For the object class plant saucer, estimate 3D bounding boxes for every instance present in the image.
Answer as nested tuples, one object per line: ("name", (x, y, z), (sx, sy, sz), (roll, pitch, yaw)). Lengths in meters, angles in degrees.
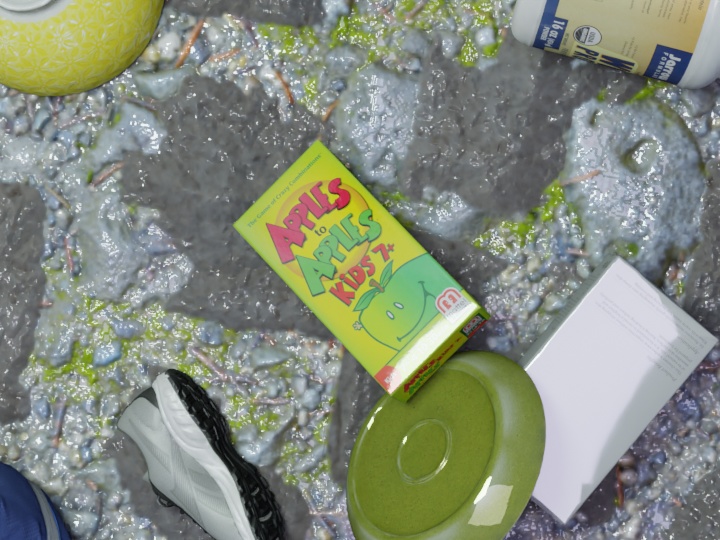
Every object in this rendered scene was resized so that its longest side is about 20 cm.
("plant saucer", (0.058, 0.149, 1.382), (0.031, 0.200, 0.200), (34, 94, -38))

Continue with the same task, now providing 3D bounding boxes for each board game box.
("board game box", (0.000, 0.000, 1.411), (0.102, 0.048, 0.200), (-45, 71, 4))

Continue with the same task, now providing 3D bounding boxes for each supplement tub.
("supplement tub", (0.231, -0.227, 1.375), (0.199, 0.144, 0.145), (15, 93, 2))

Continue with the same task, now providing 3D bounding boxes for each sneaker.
("sneaker", (-0.130, 0.183, 1.448), (0.079, 0.074, 0.200), (-34, 84, 12))

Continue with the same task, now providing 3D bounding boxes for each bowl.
("bowl", (-0.264, -0.246, 1.414), (0.199, 0.108, 0.201), (0, 92, 2))

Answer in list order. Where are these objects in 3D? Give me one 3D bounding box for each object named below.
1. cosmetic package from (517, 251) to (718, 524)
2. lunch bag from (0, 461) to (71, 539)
("cosmetic package", (0.186, 0.096, 1.422), (0.113, 0.081, 0.200), (41, 94, 1))
("lunch bag", (-0.335, 0.253, 1.409), (0.200, 0.136, 0.132), (-44, 131, 3))
